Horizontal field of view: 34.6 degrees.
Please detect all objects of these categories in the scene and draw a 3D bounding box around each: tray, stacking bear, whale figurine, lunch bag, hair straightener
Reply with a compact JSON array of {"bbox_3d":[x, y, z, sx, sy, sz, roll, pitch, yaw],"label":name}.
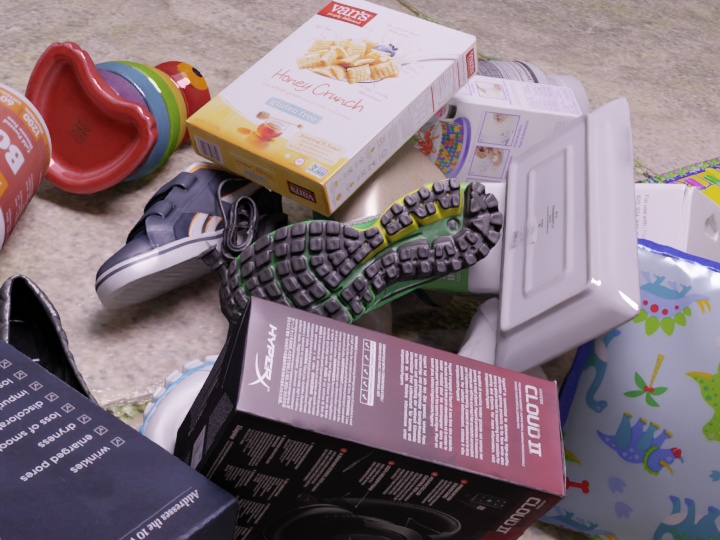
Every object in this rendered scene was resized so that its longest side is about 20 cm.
[{"bbox_3d":[0.125,-0.028,0.734,0.022,0.107,0.200,37,40,-25],"label":"tray"},{"bbox_3d":[-0.202,-0.142,1.043,0.121,0.114,0.200,43,25,4],"label":"stacking bear"},{"bbox_3d":[0.005,-0.017,0.929,0.159,0.104,0.200,40,43,-19],"label":"whale figurine"},{"bbox_3d":[0.215,0.086,0.735,0.170,0.200,0.127,20,33,13],"label":"lunch bag"},{"bbox_3d":[-0.081,-0.010,0.858,0.077,0.041,0.200,35,43,-35],"label":"hair straightener"}]

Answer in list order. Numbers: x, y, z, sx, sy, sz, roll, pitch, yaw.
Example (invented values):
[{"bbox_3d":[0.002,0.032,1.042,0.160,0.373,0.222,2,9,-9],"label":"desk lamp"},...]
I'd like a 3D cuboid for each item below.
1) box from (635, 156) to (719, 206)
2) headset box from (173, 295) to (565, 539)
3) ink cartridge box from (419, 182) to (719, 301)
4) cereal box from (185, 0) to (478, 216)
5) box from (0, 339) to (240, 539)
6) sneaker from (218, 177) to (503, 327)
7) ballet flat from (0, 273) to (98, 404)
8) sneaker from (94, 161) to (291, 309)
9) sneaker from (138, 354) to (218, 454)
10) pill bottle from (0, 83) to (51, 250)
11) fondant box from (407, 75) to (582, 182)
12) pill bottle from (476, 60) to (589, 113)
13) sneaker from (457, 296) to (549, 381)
[{"bbox_3d":[0.347,0.002,0.983,0.200,0.122,0.193,-16,41,-38],"label":"box"},{"bbox_3d":[0.007,0.108,0.642,0.200,0.149,0.077,15,49,-15],"label":"headset box"},{"bbox_3d":[0.163,-0.015,0.873,0.200,0.084,0.145,3,-5,29],"label":"ink cartridge box"},{"bbox_3d":[-0.020,-0.139,0.918,0.144,0.040,0.200,25,57,30],"label":"cereal box"},{"bbox_3d":[-0.201,0.152,0.567,0.196,0.124,0.200,27,35,25],"label":"box"},{"bbox_3d":[0.000,0.000,0.801,0.200,0.078,0.085,-17,-7,-4],"label":"sneaker"},{"bbox_3d":[-0.206,0.076,0.745,0.066,0.057,0.200,-10,38,-30],"label":"ballet flat"},{"bbox_3d":[-0.142,-0.032,0.900,0.200,0.078,0.079,-25,82,-54],"label":"sneaker"},{"bbox_3d":[-0.050,0.082,0.746,0.087,0.075,0.200,-3,16,46],"label":"sneaker"},{"bbox_3d":[-0.312,-0.058,0.868,0.112,0.112,0.200,10,32,-3],"label":"pill bottle"},{"bbox_3d":[0.081,-0.101,1.032,0.200,0.144,0.058,5,38,-10],"label":"fondant box"},{"bbox_3d":[0.127,-0.156,1.167,0.200,0.111,0.111,-4,35,-24],"label":"pill bottle"},{"bbox_3d":[0.067,0.080,0.813,0.074,0.116,0.200,58,5,1],"label":"sneaker"}]
